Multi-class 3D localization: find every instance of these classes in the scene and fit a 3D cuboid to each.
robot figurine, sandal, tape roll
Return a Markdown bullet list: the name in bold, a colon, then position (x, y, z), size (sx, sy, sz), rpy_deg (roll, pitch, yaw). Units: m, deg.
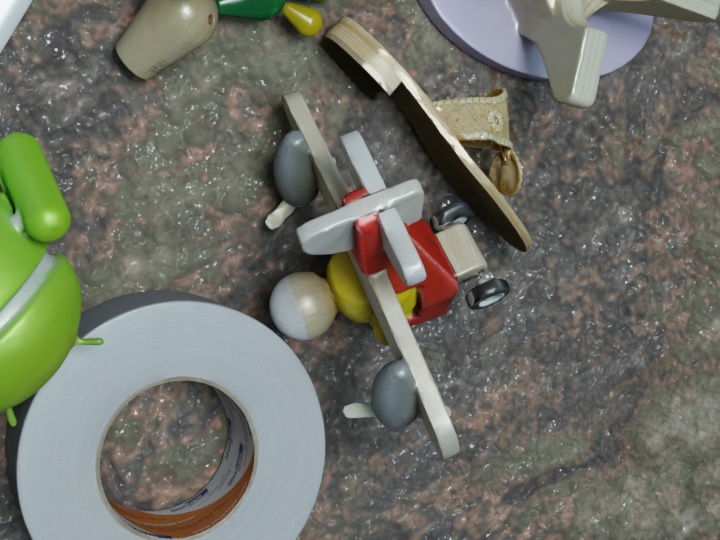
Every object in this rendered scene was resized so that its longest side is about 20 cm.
- **robot figurine**: position (-0.241, -0.001, 0.673), size (0.175, 0.116, 0.200), rpy_deg (-39, 110, 12)
- **sandal**: position (0.070, -0.109, 0.837), size (0.070, 0.078, 0.212), rpy_deg (-47, 106, -6)
- **tape roll**: position (-0.126, 0.116, 0.784), size (0.199, 0.066, 0.202), rpy_deg (-3, 97, -22)

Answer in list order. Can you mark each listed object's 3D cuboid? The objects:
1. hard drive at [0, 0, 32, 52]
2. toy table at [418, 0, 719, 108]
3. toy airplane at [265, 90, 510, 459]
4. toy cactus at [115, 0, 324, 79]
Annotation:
- **hard drive**: position (-0.269, -0.170, 0.714), size (0.131, 0.027, 0.201), rpy_deg (32, 84, -22)
- **toy table**: position (0.146, -0.204, 0.838), size (0.198, 0.117, 0.186), rpy_deg (0, 95, -22)
- **toy airplane**: position (0.000, 0.000, 0.761), size (0.140, 0.200, 0.200), rpy_deg (-28, 116, 13)
- **toy cactus**: position (-0.079, -0.176, 0.745), size (0.165, 0.200, 0.103), rpy_deg (-39, 84, 20)
